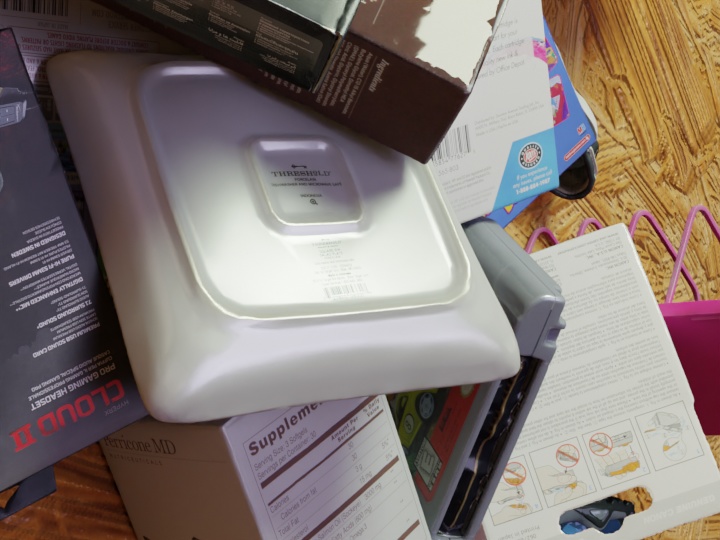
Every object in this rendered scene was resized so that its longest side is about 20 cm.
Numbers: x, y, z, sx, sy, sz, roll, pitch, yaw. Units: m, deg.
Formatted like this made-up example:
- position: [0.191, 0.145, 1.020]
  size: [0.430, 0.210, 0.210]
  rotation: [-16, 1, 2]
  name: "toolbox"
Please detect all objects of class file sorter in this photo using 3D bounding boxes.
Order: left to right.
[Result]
- position: [0.227, 0.035, 0.962]
  size: [0.139, 0.198, 0.126]
  rotation: [51, 50, -34]
  name: "file sorter"

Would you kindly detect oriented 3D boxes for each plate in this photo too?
- position: [-0.030, -0.033, 0.594]
  size: [0.197, 0.032, 0.202]
  rotation: [-3, 58, -32]
  name: "plate"

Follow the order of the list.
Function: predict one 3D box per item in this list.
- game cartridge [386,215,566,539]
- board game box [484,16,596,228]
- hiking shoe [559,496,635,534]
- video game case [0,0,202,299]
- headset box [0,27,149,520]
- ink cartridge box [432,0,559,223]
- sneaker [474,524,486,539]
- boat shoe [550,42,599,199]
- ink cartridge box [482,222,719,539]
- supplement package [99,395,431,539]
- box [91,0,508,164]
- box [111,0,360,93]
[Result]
- position: [0.053, 0.074, 0.770]
  size: [0.040, 0.133, 0.202]
  rotation: [12, 111, -22]
  name: "game cartridge"
- position: [0.058, -0.085, 0.841]
  size: [0.200, 0.045, 0.135]
  rotation: [-41, 120, -21]
  name: "board game box"
- position: [0.131, 0.210, 0.944]
  size: [0.198, 0.074, 0.088]
  rotation: [2, 94, -39]
  name: "hiking shoe"
- position: [-0.128, -0.059, 0.630]
  size: [0.198, 0.022, 0.185]
  rotation: [0, 95, -32]
  name: "video game case"
- position: [-0.190, 0.017, 0.542]
  size: [0.148, 0.077, 0.203]
  rotation: [-25, 106, -28]
  name: "headset box"
- position: [0.048, -0.135, 0.753]
  size: [0.114, 0.068, 0.203]
  rotation: [-20, 112, -31]
  name: "ink cartridge box"
- position: [0.040, 0.181, 0.834]
  size: [0.072, 0.071, 0.202]
  rotation: [33, 59, -32]
  name: "sneaker"
- position: [0.127, -0.123, 0.942]
  size: [0.199, 0.075, 0.061]
  rotation: [34, 45, -41]
  name: "boat shoe"
- position: [0.135, 0.087, 0.836]
  size: [0.050, 0.159, 0.203]
  rotation: [68, 4, -73]
  name: "ink cartridge box"
- position: [-0.044, 0.143, 0.700]
  size: [0.117, 0.116, 0.203]
  rotation: [-33, 112, -42]
  name: "supplement package"
- position: [-0.031, -0.146, 0.596]
  size: [0.198, 0.075, 0.101]
  rotation: [26, 60, -2]
  name: "box"
- position: [-0.077, -0.186, 0.532]
  size: [0.198, 0.046, 0.161]
  rotation: [24, 61, -5]
  name: "box"
